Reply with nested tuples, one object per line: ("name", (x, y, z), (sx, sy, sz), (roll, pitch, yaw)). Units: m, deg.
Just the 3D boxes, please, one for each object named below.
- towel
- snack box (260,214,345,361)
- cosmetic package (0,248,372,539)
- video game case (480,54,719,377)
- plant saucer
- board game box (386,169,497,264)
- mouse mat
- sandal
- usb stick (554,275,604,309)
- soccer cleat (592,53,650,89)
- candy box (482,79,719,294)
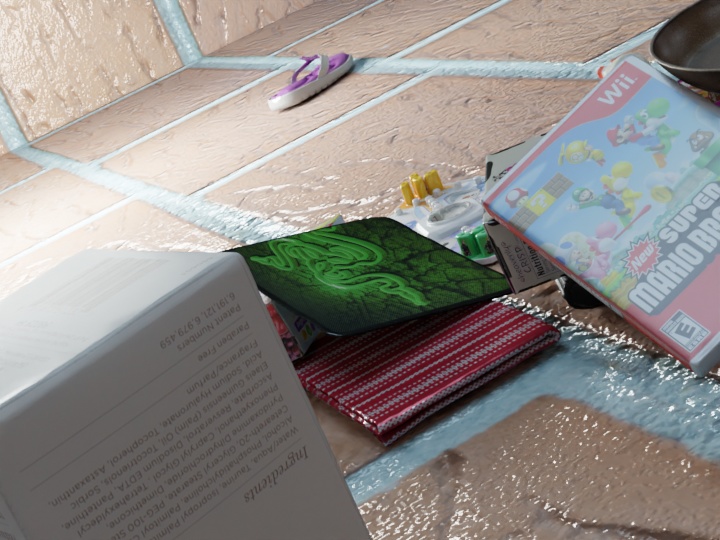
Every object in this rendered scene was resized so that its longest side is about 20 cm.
("towel", (0.035, 0.058, 1.020), (0.144, 0.023, 0.200), (-29, 18, -15))
("snack box", (-0.086, 0.035, 1.157), (0.142, 0.053, 0.200), (-27, 11, 22))
("cosmetic package", (-0.125, 0.113, 0.761), (0.166, 0.201, 0.167), (-36, 21, -32))
("video game case", (0.186, -0.041, 0.901), (0.143, 0.017, 0.200), (-44, 49, -5))
("plant saucer", (0.288, -0.159, 0.946), (0.199, 0.032, 0.200), (-19, 23, 8))
("board game box", (0.078, -0.050, 1.280), (0.199, 0.026, 0.200), (-10, 22, 39))
("mouse mat", (0.000, 0.000, 1.080), (0.160, 0.008, 0.200), (-14, 23, -28))
("sandal", (-0.071, -0.292, 2.154), (0.082, 0.050, 0.203), (-13, 20, 32))
("usb stick", (0.158, -0.019, 1.068), (0.055, 0.033, 0.200), (-25, 17, 5))
("soccer cleat", (0.234, -0.134, 1.272), (0.077, 0.070, 0.200), (4, 28, 24))
("candy box", (0.186, -0.067, 1.009), (0.199, 0.061, 0.136), (-20, 20, 15))
